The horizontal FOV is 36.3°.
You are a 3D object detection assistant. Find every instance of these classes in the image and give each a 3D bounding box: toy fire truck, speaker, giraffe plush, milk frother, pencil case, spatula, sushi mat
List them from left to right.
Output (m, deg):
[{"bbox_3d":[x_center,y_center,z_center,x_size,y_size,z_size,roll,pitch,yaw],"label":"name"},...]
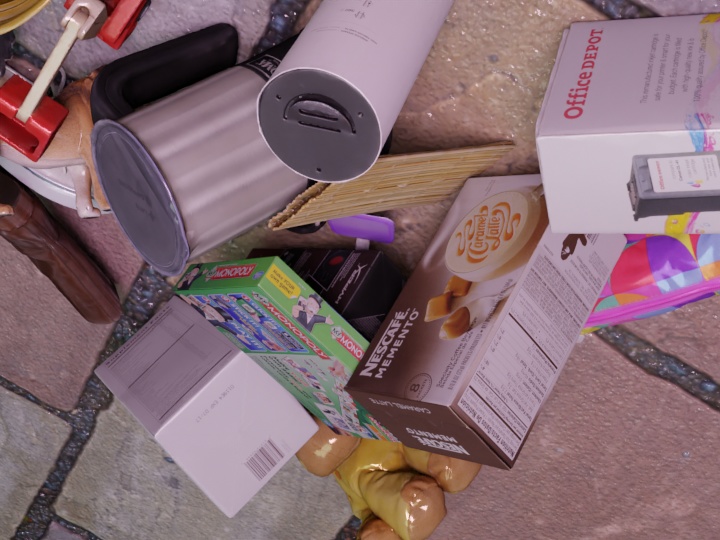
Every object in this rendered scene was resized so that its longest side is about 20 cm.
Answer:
[{"bbox_3d":[-0.190,-0.185,0.786,0.049,0.142,0.200,34,130,-11],"label":"toy fire truck"},{"bbox_3d":[-0.096,-0.067,0.827,0.180,0.187,0.202,32,141,42],"label":"milk frother"},{"bbox_3d":[0.000,0.000,0.935,0.056,0.021,0.201,11,149,6],"label":"spatula"},{"bbox_3d":[0.001,0.172,1.056,0.162,0.173,0.200,43,167,-5],"label":"giraffe plush"},{"bbox_3d":[0.003,-0.145,0.709,0.080,0.201,0.082,11,133,12],"label":"speaker"},{"bbox_3d":[0.027,-0.064,0.801,0.095,0.199,0.012,-36,75,38],"label":"sushi mat"},{"bbox_3d":[0.209,0.003,0.845,0.199,0.089,0.089,-24,118,35],"label":"pencil case"}]

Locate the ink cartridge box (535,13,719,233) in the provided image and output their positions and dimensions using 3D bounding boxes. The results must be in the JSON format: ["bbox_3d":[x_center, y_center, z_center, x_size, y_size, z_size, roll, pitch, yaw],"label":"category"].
[{"bbox_3d":[0.225,-0.097,0.703,0.198,0.148,0.086,0,129,23],"label":"ink cartridge box"}]

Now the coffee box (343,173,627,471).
[{"bbox_3d":[0.092,0.031,0.795,0.114,0.201,0.080,2,143,52],"label":"coffee box"}]

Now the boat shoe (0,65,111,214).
[{"bbox_3d":[-0.273,-0.133,0.931,0.201,0.075,0.086,36,126,-2],"label":"boat shoe"}]

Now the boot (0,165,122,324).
[{"bbox_3d":[-0.316,-0.041,1.031,0.186,0.064,0.200,39,171,35],"label":"boot"}]

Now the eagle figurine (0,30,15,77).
[{"bbox_3d":[-0.391,-0.216,0.855,0.151,0.152,0.200,15,157,42],"label":"eagle figurine"}]

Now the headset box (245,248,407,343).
[{"bbox_3d":[-0.023,0.055,0.943,0.199,0.075,0.149,2,142,50],"label":"headset box"}]

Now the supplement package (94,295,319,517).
[{"bbox_3d":[-0.145,0.116,1.004,0.110,0.114,0.200,53,166,-26],"label":"supplement package"}]

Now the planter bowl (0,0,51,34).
[{"bbox_3d":[-0.265,-0.256,0.773,0.198,0.083,0.203,0,93,9],"label":"planter bowl"}]

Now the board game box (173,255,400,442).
[{"bbox_3d":[-0.038,0.065,0.851,0.200,0.029,0.134,45,153,-26],"label":"board game box"}]

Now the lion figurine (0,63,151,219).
[{"bbox_3d":[-0.251,-0.102,0.851,0.072,0.198,0.124,-11,85,55],"label":"lion figurine"}]
